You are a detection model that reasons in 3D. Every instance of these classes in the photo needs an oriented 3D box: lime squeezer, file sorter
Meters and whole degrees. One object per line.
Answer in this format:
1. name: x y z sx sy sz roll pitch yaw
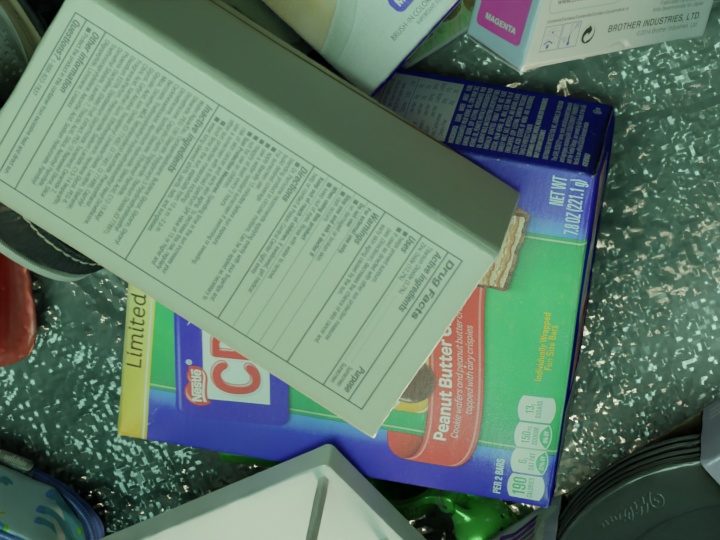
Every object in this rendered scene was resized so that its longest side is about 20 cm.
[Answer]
1. lime squeezer: 0.031 0.117 1.348 0.199 0.038 0.071 33 148 0
2. file sorter: -0.017 0.204 1.300 0.138 0.125 0.200 -24 126 30

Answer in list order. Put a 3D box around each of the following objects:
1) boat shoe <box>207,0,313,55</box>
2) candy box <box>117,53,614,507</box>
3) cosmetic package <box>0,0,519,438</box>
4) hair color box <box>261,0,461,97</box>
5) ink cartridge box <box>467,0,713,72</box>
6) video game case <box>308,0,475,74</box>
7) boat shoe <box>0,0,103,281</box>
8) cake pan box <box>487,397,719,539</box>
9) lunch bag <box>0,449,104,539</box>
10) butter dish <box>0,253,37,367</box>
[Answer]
1. boat shoe: -0.108 -0.142 1.235 0.201 0.072 0.061 41 116 6
2. candy box: 0.000 0.000 1.266 0.199 0.077 0.170 10 118 8
3. cosmetic package: -0.047 -0.035 1.176 0.199 0.073 0.104 33 115 -4
4. hair color box: -0.029 -0.182 1.199 0.200 0.065 0.109 43 117 -2
5. ink cartridge box: 0.115 -0.183 1.146 0.042 0.119 0.201 36 123 33
6. video game case: -0.017 -0.149 1.254 0.199 0.018 0.144 -31 100 25
7. boat shoe: -0.155 -0.076 1.272 0.060 0.074 0.201 -2 127 43
8. cake pan box: 0.176 0.151 1.288 0.184 0.052 0.200 -33 111 23
9. lunch bag: -0.222 0.173 1.410 0.160 0.083 0.201 19 117 7
10. butter dish: -0.268 -0.021 1.306 0.199 0.148 0.201 -3 112 17
